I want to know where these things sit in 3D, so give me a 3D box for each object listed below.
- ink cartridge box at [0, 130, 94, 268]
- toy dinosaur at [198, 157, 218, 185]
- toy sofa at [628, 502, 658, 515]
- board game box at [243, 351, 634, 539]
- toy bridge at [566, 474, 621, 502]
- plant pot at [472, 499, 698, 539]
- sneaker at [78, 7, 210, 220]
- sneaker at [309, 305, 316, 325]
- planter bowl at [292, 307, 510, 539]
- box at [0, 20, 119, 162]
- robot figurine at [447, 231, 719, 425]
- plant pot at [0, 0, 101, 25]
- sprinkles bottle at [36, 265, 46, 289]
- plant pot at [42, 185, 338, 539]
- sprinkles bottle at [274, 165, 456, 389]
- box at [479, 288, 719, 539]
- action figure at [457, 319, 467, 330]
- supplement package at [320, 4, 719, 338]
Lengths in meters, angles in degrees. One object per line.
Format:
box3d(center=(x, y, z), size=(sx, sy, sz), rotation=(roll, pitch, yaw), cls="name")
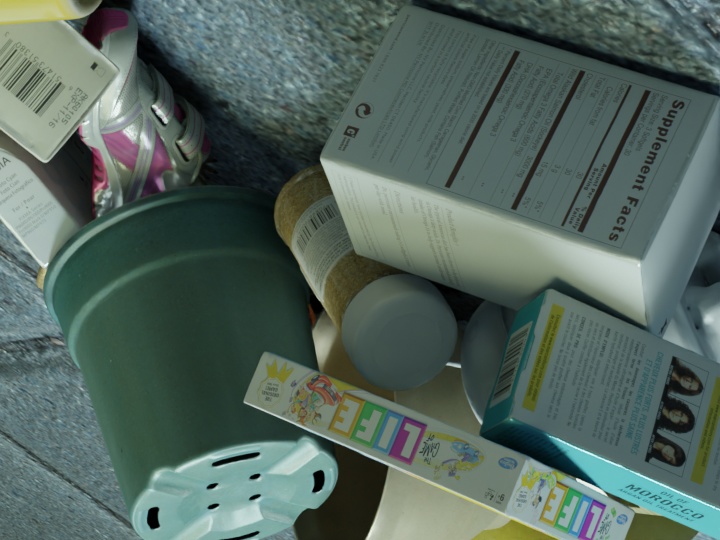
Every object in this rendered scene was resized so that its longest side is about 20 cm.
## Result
box3d(center=(-0.268, -0.113, 1.393), size=(0.200, 0.047, 0.160), rotation=(54, -169, -20), cls="ink cartridge box")
box3d(center=(-0.138, -0.047, 1.458), size=(0.199, 0.058, 0.101), rotation=(35, 157, -14), cls="toy dinosaur")
box3d(center=(0.189, 0.090, 1.336), size=(0.097, 0.083, 0.200), rotation=(-1, 143, 50), cls="toy sofa")
box3d(center=(0.045, 0.109, 1.119), size=(0.199, 0.034, 0.134), rotation=(19, 173, 39), cls="board game box")
box3d(center=(0.162, 0.158, 1.390), size=(0.027, 0.201, 0.067), rotation=(-32, 116, 21), cls="toy bridge")
box3d(center=(0.158, 0.211, 1.514), size=(0.142, 0.200, 0.200), rotation=(46, 159, 10), cls="plant pot")
box3d(center=(-0.151, -0.105, 1.341), size=(0.087, 0.082, 0.201), rotation=(-4, 141, -3), cls="sneaker")
box3d(center=(-0.033, 0.096, 1.543), size=(0.078, 0.075, 0.201), rotation=(47, -161, -71), cls="sneaker")
box3d(center=(0.042, 0.121, 1.369), size=(0.134, 0.202, 0.200), rotation=(8, 165, -23), cls="planter bowl")
box3d(center=(-0.235, -0.145, 1.255), size=(0.095, 0.078, 0.200), rotation=(40, 178, -24), cls="box")
box3d(center=(0.147, 0.049, 1.192), size=(0.199, 0.170, 0.113), rotation=(-23, 136, 13), cls="robot figurine")
box3d(center=(-0.238, -0.219, 1.080), size=(0.187, 0.202, 0.201), rotation=(8, 153, 7), cls="plant pot")
box3d(center=(-0.179, 0.031, 1.649), size=(0.199, 0.069, 0.068), rotation=(29, 157, 1), cls="sprinkles bottle")
box3d(center=(-0.110, 0.078, 1.349), size=(0.199, 0.197, 0.201), rotation=(-12, 147, -8), cls="plant pot")
box3d(center=(0.000, 0.000, 1.246), size=(0.068, 0.068, 0.200), rotation=(44, -173, -32), cls="sprinkles bottle")
box3d(center=(0.173, 0.090, 1.076), size=(0.199, 0.083, 0.049), rotation=(24, 157, -10), cls="box")
box3d(center=(0.046, 0.056, 1.465), size=(0.118, 0.055, 0.200), rotation=(8, 142, 43), cls="action figure")
box3d(center=(0.097, -0.053, 1.105), size=(0.199, 0.118, 0.117), rotation=(20, 157, 21), cls="supplement package")
